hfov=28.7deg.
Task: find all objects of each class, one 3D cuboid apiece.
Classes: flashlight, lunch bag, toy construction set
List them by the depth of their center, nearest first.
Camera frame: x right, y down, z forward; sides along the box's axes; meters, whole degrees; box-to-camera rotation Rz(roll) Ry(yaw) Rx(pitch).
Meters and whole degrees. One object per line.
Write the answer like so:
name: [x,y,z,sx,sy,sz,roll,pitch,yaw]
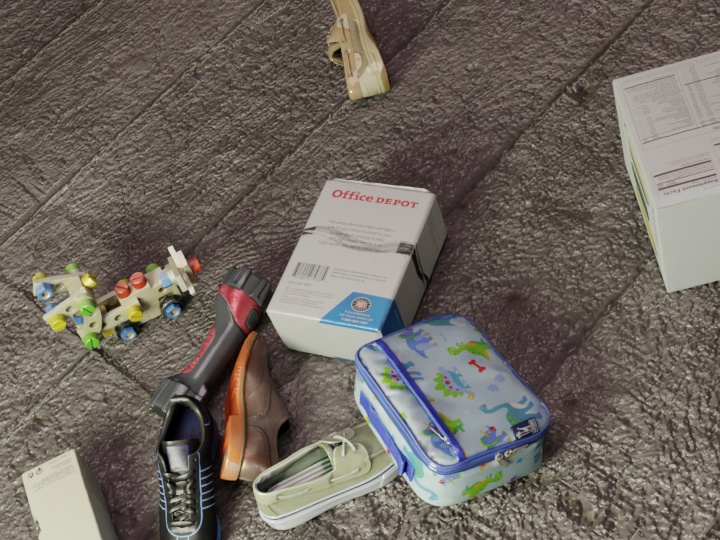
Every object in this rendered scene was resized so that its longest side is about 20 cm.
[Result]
lunch bag: [0.090,0.143,1.477,0.160,0.083,0.200,-17,47,-21]
flashlight: [-0.177,0.089,1.648,0.068,0.068,0.200,36,69,-5]
toy construction set: [-0.279,0.024,1.686,0.199,0.131,0.092,-16,50,5]

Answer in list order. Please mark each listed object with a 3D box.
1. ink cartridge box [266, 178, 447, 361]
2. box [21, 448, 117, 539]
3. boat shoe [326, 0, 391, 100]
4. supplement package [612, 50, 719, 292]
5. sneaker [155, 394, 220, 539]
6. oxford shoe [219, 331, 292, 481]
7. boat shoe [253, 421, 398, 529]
ink cartridge box: [0.000,0.000,1.644,0.144,0.084,0.201,9,57,24]
box: [-0.299,0.297,1.511,0.068,0.082,0.200,-25,48,-3]
boat shoe: [-0.017,-0.312,1.905,0.064,0.071,0.200,-21,51,0]
supplement package: [0.381,-0.112,1.564,0.150,0.152,0.201,-15,50,7]
sneaker: [-0.190,0.232,1.511,0.070,0.078,0.201,-8,63,10]
oxford shoe: [-0.114,0.155,1.585,0.073,0.071,0.201,11,48,-9]
boat shoe: [-0.022,0.207,1.502,0.200,0.062,0.072,-32,50,-9]
